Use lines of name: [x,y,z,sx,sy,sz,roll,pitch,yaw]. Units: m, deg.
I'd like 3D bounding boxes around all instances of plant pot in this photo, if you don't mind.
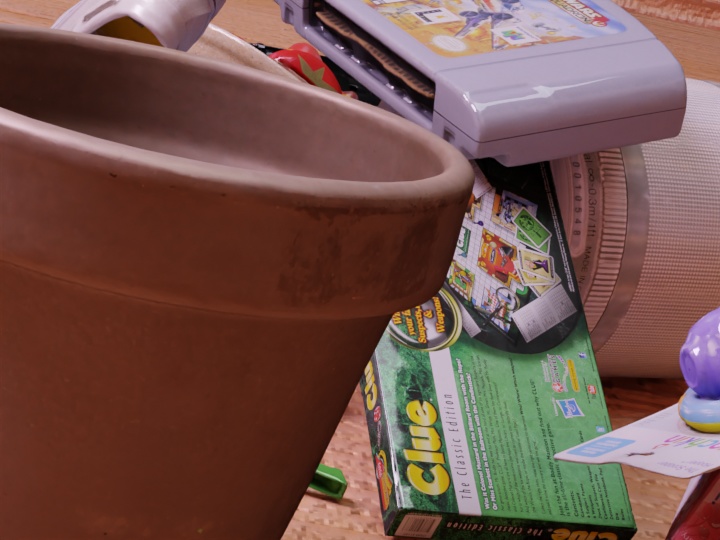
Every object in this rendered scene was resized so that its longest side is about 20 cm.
plant pot: [-0.075,0.026,0.736,0.200,0.175,0.200,11,13,-3]

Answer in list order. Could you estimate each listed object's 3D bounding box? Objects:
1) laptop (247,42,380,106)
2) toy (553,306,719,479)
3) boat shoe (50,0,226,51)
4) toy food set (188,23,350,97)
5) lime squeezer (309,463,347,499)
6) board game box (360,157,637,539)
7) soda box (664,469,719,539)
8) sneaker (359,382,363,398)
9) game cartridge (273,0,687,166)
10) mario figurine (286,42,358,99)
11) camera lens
laptop: [-0.010,-0.103,1.686,0.177,0.103,0.200,8,40,-17]
toy: [0.176,0.021,0.845,0.200,0.047,0.115,-18,4,-18]
boat shoe: [-0.133,-0.097,1.150,0.071,0.070,0.200,39,-35,-12]
toy food set: [-0.058,-0.078,1.249,0.200,0.049,0.198,15,-31,44]
lime squeezer: [-0.108,0.061,0.892,0.200,0.038,0.071,8,45,-23]
board game box: [0.047,0.027,0.944,0.105,0.023,0.200,9,48,-20]
soda box: [0.175,0.086,0.919,0.063,0.070,0.200,35,16,7]
sneaker: [0.000,0.000,1.016,0.085,0.074,0.200,29,28,-28]
game cartridge: [0.059,-0.110,1.066,0.133,0.042,0.200,-15,34,-26]
mario figurine: [-0.004,-0.055,1.357,0.200,0.124,0.106,24,41,4]
camera lens: [0.114,-0.025,1.150,0.200,0.160,0.160,3,16,-34]
